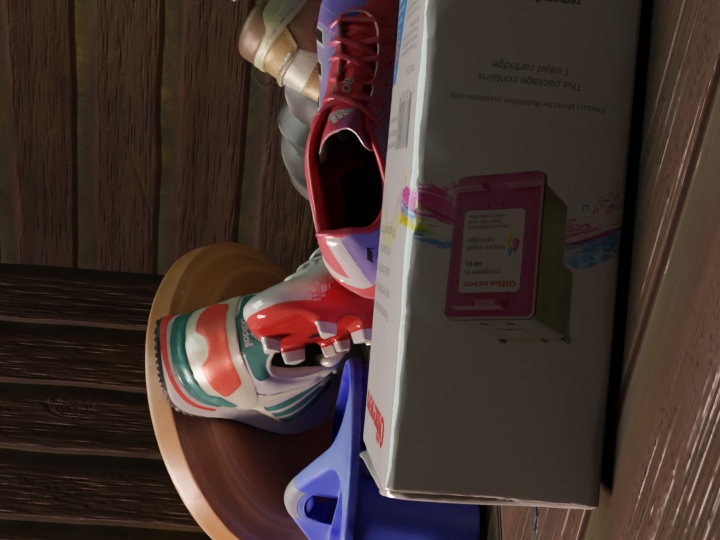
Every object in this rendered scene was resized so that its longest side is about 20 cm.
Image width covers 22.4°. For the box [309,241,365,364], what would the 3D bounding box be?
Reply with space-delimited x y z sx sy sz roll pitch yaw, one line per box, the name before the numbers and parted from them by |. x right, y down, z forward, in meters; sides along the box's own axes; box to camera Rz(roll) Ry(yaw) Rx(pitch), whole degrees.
box | 0.002 0.052 1.311 0.142 0.078 0.201 -72 -9 -54

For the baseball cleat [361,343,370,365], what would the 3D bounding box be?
baseball cleat | 0.043 -0.019 1.155 0.106 0.069 0.202 33 -115 -78

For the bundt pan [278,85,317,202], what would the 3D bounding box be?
bundt pan | 0.003 -0.130 1.216 0.202 0.075 0.204 17 -90 -78

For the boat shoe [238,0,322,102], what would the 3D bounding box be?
boat shoe | 0.018 -0.177 1.043 0.200 0.076 0.072 -52 -8 -12

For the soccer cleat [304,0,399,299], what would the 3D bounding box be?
soccer cleat | 0.002 -0.082 0.930 0.076 0.066 0.202 46 -143 -56

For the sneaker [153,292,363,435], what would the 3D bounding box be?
sneaker | -0.032 0.051 1.070 0.199 0.093 0.071 13 -115 -59

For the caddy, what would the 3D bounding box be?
caddy | 0.008 0.134 1.047 0.200 0.104 0.143 101 173 -65

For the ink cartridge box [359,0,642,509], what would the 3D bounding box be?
ink cartridge box | 0.051 -0.015 0.721 0.145 0.084 0.202 -141 57 -86

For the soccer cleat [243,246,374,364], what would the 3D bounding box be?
soccer cleat | 0.000 0.000 0.992 0.199 0.068 0.086 -4 -101 -54

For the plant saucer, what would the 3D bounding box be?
plant saucer | -0.062 0.080 1.135 0.200 0.032 0.202 37 -134 -50
